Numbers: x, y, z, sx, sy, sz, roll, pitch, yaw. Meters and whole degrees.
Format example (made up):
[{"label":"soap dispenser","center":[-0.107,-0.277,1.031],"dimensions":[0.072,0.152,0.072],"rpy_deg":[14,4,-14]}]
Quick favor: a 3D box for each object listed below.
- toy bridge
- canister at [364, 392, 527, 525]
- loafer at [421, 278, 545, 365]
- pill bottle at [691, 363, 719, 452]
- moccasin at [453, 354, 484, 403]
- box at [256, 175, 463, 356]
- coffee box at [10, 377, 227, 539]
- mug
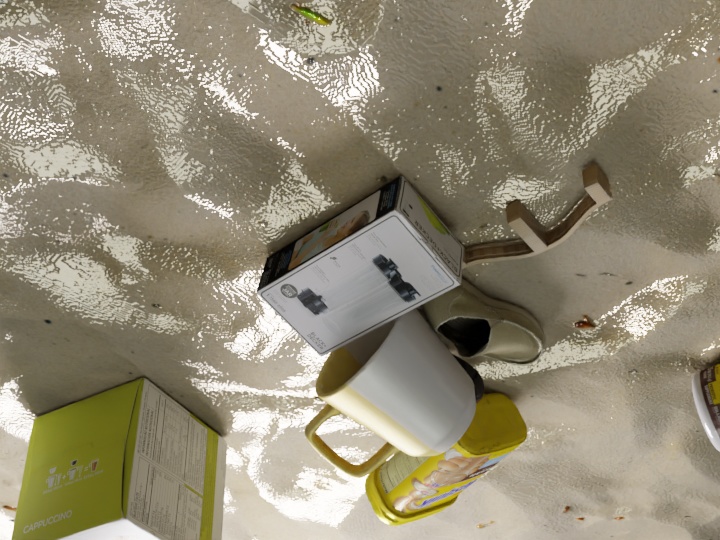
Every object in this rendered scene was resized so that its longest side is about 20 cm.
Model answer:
[{"label":"toy bridge","center":[0.178,-0.044,1.089],"dimensions":[0.198,0.028,0.067],"rpy_deg":[-27,135,29]},{"label":"canister","center":[0.115,0.253,1.379],"dimensions":[0.147,0.087,0.200],"rpy_deg":[-5,148,-41]},{"label":"loafer","center":[0.142,0.072,1.198],"dimensions":[0.198,0.069,0.075],"rpy_deg":[27,133,-30]},{"label":"pill bottle","center":[0.523,0.148,1.270],"dimensions":[0.198,0.111,0.109],"rpy_deg":[-25,136,25]},{"label":"moccasin","center":[0.055,0.140,1.277],"dimensions":[0.197,0.075,0.078],"rpy_deg":[1,151,-8]},{"label":"box","center":[0.000,0.000,1.093],"dimensions":[0.198,0.061,0.117],"rpy_deg":[-30,119,31]},{"label":"coffee box","center":[-0.313,0.297,1.354],"dimensions":[0.197,0.203,0.198],"rpy_deg":[-21,137,22]},{"label":"mug","center":[0.040,0.139,1.180],"dimensions":[0.153,0.150,0.186],"rpy_deg":[41,132,-14]}]
